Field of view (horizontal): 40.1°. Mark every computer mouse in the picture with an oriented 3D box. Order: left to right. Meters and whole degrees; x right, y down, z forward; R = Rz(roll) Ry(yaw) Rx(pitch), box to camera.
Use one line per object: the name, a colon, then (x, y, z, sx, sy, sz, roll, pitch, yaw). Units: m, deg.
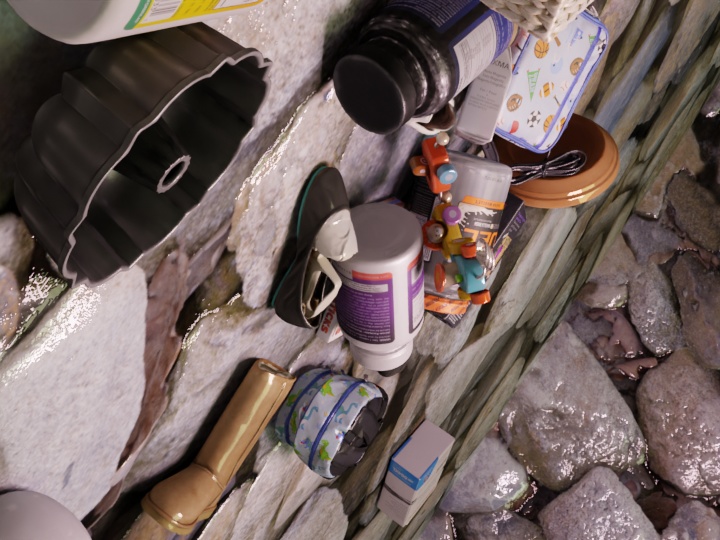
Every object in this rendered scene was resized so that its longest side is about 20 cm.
computer mouse: (0.226, -0.219, 1.390, 0.139, 0.201, 0.046, -17, -174, -5)

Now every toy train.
toy train: (0.096, -0.054, 1.136, 0.055, 0.201, 0.151, -14, 144, -4)

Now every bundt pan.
bundt pan: (-0.152, -0.087, 0.661, 0.202, 0.076, 0.202, -50, 174, -8)

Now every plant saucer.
plant saucer: (0.281, -0.173, 1.455, 0.200, 0.199, 0.038, -47, 146, -28)

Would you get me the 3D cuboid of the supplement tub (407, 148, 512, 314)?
supplement tub: (0.117, -0.052, 1.288, 0.122, 0.122, 0.201, -11, 117, -65)

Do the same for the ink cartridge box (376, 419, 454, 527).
ink cartridge box: (0.121, 0.454, 2.208, 0.146, 0.084, 0.201, -41, 156, -40)

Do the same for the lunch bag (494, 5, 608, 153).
lunch bag: (0.237, -0.263, 1.294, 0.160, 0.076, 0.201, 19, 104, -40)

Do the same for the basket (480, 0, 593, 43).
basket: (0.157, -0.348, 0.884, 0.198, 0.200, 0.161, -44, 163, -33)

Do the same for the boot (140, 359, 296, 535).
boot: (-0.162, 0.197, 1.150, 0.201, 0.066, 0.175, -57, 173, 1)

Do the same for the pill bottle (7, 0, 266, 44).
pill bottle: (-0.107, -0.202, 0.577, 0.200, 0.112, 0.113, -31, 148, -51)

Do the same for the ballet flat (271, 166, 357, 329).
ballet flat: (-0.041, -0.018, 1.095, 0.068, 0.068, 0.201, -27, 145, -48)

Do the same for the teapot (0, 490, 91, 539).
teapot: (-0.294, 0.299, 0.852, 0.200, 0.146, 0.198, -24, 142, -56)

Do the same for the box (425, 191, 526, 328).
box: (0.135, -0.036, 1.414, 0.201, 0.122, 0.106, -57, 164, -3)

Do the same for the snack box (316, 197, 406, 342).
snack box: (0.000, 0.000, 1.290, 0.072, 0.024, 0.201, -24, 142, -54)

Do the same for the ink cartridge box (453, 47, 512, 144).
ink cartridge box: (0.160, -0.248, 1.145, 0.163, 0.057, 0.201, -50, 163, -82)

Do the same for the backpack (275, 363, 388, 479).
backpack: (-0.040, 0.212, 1.379, 0.164, 0.153, 0.200, -54, -177, -2)

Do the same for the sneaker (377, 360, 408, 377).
sneaker: (0.021, 0.100, 1.456, 0.079, 0.075, 0.201, -34, 147, -21)

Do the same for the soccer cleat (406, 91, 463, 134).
soccer cleat: (0.082, -0.184, 1.125, 0.200, 0.077, 0.070, -14, 134, -64)

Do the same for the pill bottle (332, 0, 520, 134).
pill bottle: (0.066, -0.222, 0.974, 0.200, 0.112, 0.112, -44, 157, -33)

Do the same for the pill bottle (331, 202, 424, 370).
pill bottle: (0.022, 0.026, 1.207, 0.111, 0.111, 0.201, -44, 146, -34)
